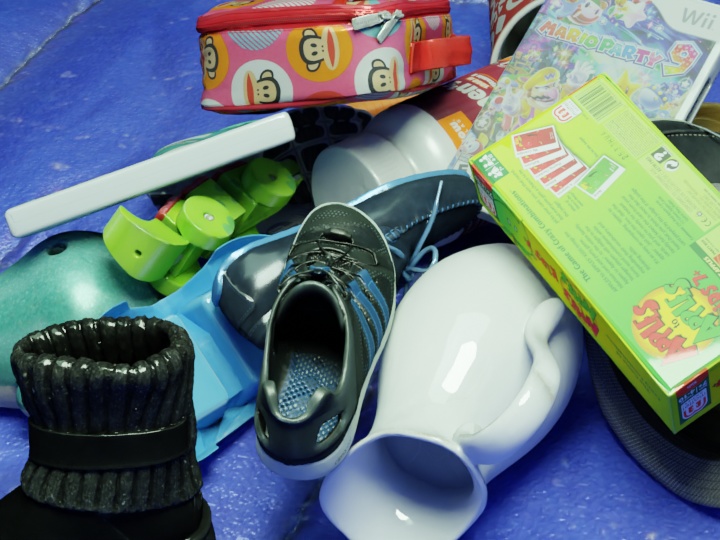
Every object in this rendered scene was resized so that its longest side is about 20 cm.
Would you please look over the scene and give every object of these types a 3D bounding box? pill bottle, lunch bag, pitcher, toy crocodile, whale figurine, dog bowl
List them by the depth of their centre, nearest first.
[{"bbox_3d":[0.077,0.063,0.950,0.171,0.121,0.200,-35,15,42],"label":"pitcher"},{"bbox_3d":[-0.101,0.057,1.045,0.199,0.112,0.050,-31,-4,-32],"label":"dog bowl"},{"bbox_3d":[-0.232,0.036,1.099,0.198,0.105,0.160,-13,34,-6],"label":"whale figurine"},{"bbox_3d":[-0.104,-0.039,1.110,0.062,0.068,0.200,43,36,8],"label":"toy crocodile"},{"bbox_3d":[-0.009,-0.154,1.129,0.174,0.083,0.200,-1,9,17],"label":"lunch bag"},{"bbox_3d":[0.067,-0.082,1.195,0.199,0.110,0.109,-26,37,-34],"label":"pill bottle"}]

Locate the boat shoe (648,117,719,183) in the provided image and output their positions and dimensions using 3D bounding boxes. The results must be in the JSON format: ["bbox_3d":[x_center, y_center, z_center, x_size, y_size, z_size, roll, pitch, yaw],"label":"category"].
[{"bbox_3d":[0.244,-0.057,1.041,0.199,0.075,0.062,14,-14,-31],"label":"boat shoe"}]

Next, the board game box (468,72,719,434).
[{"bbox_3d":[0.160,-0.015,0.921,0.101,0.048,0.200,-33,55,-6],"label":"board game box"}]

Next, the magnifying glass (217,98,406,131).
[{"bbox_3d":[-0.042,-0.124,1.367,0.198,0.023,0.080,-16,24,-18],"label":"magnifying glass"}]

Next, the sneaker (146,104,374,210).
[{"bbox_3d":[-0.076,-0.095,1.272,0.198,0.078,0.080,-9,22,-5],"label":"sneaker"}]

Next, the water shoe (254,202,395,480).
[{"bbox_3d":[-0.017,0.024,0.926,0.071,0.079,0.201,5,49,3],"label":"water shoe"}]

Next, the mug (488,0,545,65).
[{"bbox_3d":[0.182,-0.193,1.370,0.133,0.177,0.201,-39,23,19],"label":"mug"}]

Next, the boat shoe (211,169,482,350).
[{"bbox_3d":[0.000,0.000,1.047,0.199,0.084,0.069,-26,65,-18],"label":"boat shoe"}]

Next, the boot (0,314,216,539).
[{"bbox_3d":[-0.188,0.116,0.920,0.209,0.159,0.080,-17,34,-14],"label":"boot"}]

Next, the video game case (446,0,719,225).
[{"bbox_3d":[0.157,-0.112,1.102,0.142,0.018,0.201,22,74,32],"label":"video game case"}]

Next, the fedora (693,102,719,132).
[{"bbox_3d":[0.250,-0.067,1.169,0.198,0.082,0.201,-6,34,4],"label":"fedora"}]

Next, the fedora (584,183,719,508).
[{"bbox_3d":[0.231,0.044,0.974,0.090,0.178,0.200,7,32,-46],"label":"fedora"}]

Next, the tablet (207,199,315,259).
[{"bbox_3d":[-0.048,-0.036,1.252,0.198,0.014,0.130,13,39,29],"label":"tablet"}]

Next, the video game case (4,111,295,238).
[{"bbox_3d":[-0.143,-0.069,1.133,0.198,0.024,0.182,-19,6,-2],"label":"video game case"}]
